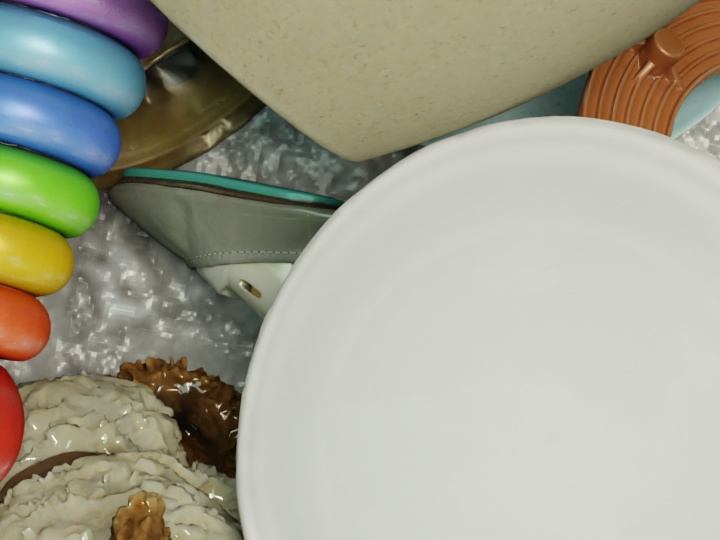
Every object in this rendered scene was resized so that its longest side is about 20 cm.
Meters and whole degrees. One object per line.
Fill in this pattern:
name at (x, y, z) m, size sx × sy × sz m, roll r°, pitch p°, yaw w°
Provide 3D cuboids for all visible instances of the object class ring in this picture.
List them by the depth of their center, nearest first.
ring at (0.168, -0.022, 0.773) m, size 0.200 × 0.019 × 0.201 m, roll 13°, pitch 55°, yaw -20°

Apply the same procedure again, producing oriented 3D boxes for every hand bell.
hand bell at (-0.116, -0.139, 0.822) m, size 0.104 × 0.104 × 0.200 m, roll -33°, pitch 74°, yaw -7°

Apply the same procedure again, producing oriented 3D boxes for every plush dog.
plush dog at (-0.097, 0.101, 0.743) m, size 0.200 × 0.172 × 0.161 m, roll -25°, pitch 129°, yaw -18°

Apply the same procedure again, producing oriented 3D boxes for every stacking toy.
stacking toy at (-0.120, -0.023, 0.705) m, size 0.085 × 0.085 × 0.200 m, roll 15°, pitch 82°, yaw -3°

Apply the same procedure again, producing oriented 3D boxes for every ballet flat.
ballet flat at (0.000, 0.000, 0.777) m, size 0.200 × 0.067 × 0.064 m, roll 4°, pitch 85°, yaw 16°

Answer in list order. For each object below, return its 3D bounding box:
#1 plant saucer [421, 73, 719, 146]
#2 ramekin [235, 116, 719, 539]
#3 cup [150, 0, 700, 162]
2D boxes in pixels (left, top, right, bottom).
plant saucer at (0.066, -0.133, 0.845) m, size 0.201 × 0.039 × 0.201 m, roll 0°, pitch 83°, yaw -4°
ramekin at (0.069, 0.058, 0.675) m, size 0.202 × 0.094 × 0.203 m, roll -1°, pitch 87°, yaw 24°
cup at (0.008, -0.118, 0.648) m, size 0.200 × 0.200 × 0.143 m, roll 42°, pitch 98°, yaw 1°
